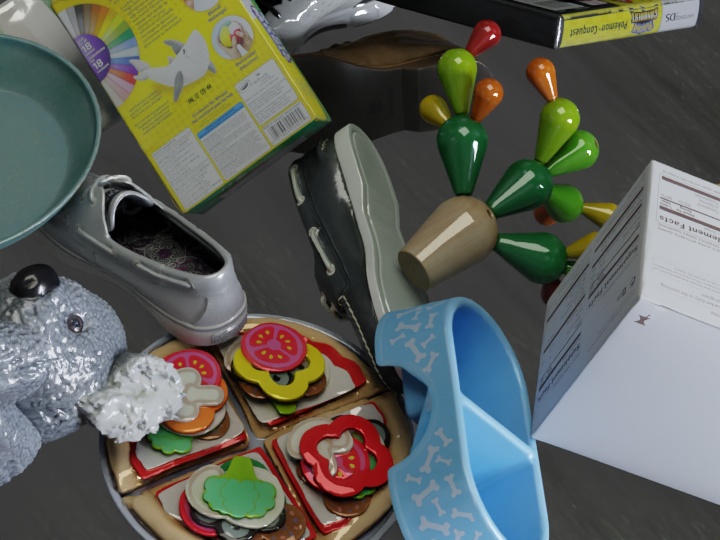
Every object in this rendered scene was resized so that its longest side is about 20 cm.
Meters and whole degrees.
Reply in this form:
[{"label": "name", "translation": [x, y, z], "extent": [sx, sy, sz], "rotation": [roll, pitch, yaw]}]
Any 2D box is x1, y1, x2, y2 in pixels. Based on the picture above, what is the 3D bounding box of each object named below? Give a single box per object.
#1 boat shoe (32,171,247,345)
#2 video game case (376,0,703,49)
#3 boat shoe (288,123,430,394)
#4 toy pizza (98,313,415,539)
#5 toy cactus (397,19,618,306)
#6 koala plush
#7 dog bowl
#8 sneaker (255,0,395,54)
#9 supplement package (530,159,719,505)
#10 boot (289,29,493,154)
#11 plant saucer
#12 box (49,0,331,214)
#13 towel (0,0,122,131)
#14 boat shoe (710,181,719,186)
[{"label": "boat shoe", "translation": [-0.151, -0.026, 1.287], "extent": [0.072, 0.069, 0.200], "rotation": [-30, 51, -27]}, {"label": "video game case", "translation": [0.114, -0.197, 1.416], "extent": [0.199, 0.026, 0.180], "rotation": [21, 24, 37]}, {"label": "boat shoe", "translation": [0.000, 0.000, 1.305], "extent": [0.060, 0.076, 0.201], "rotation": [-28, 53, 21]}, {"label": "toy pizza", "translation": [-0.062, 0.102, 1.230], "extent": [0.199, 0.032, 0.201], "rotation": [4, 51, -5]}, {"label": "toy cactus", "translation": [0.087, -0.048, 1.308], "extent": [0.165, 0.102, 0.201], "rotation": [-37, 107, -25]}, {"label": "koala plush", "translation": [-0.219, 0.064, 1.178], "extent": [0.177, 0.185, 0.199], "rotation": [26, 31, 31]}, {"label": "dog bowl", "translation": [0.064, 0.102, 1.194], "extent": [0.049, 0.111, 0.201], "rotation": [-27, 47, 25]}, {"label": "sneaker", "translation": [-0.050, -0.204, 1.450], "extent": [0.200, 0.080, 0.074], "rotation": [-34, 64, -28]}, {"label": "supplement package", "translation": [0.227, 0.052, 1.206], "extent": [0.199, 0.156, 0.111], "rotation": [21, 49, -9]}, {"label": "boot", "translation": [-0.011, -0.133, 1.416], "extent": [0.199, 0.074, 0.076], "rotation": [-6, 33, -18]}, {"label": "plant saucer", "translation": [-0.265, -0.073, 1.291], "extent": [0.198, 0.036, 0.201], "rotation": [-2, 51, 2]}, {"label": "box", "translation": [-0.122, -0.151, 1.339], "extent": [0.117, 0.048, 0.201], "rotation": [-34, 84, 12]}, {"label": "towel", "translation": [-0.258, -0.123, 1.376], "extent": [0.199, 0.031, 0.149], "rotation": [-32, 55, -29]}, {"label": "boat shoe", "translation": [0.303, -0.042, 1.386], "extent": [0.198, 0.073, 0.072], "rotation": [-7, 21, -1]}]
